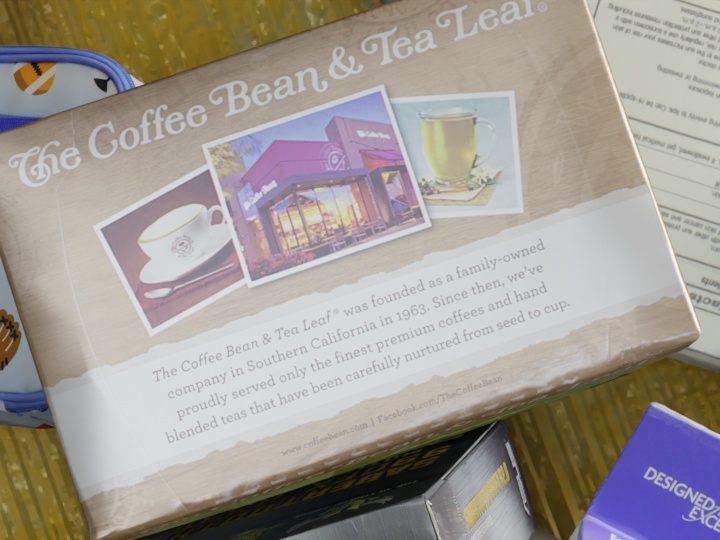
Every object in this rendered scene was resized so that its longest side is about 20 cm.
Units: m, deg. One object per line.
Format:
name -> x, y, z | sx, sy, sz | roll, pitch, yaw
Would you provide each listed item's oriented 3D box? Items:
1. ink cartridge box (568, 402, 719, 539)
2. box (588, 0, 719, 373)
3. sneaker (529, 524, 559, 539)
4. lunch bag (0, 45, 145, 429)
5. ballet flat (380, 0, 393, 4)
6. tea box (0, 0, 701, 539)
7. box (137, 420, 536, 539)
ink cartridge box -> 0.136, 0.175, 0.816 | 0.197, 0.043, 0.201 | 26, 108, -9
box -> 0.138, -0.067, 0.949 | 0.127, 0.109, 0.201 | 18, 89, 5
sneaker -> 0.077, 0.147, 0.956 | 0.199, 0.079, 0.074 | 33, 89, 0
lunch bag -> -0.168, -0.020, 0.961 | 0.199, 0.075, 0.162 | 5, 83, 26
ballet flat -> 0.021, -0.151, 0.958 | 0.067, 0.064, 0.201 | -16, 61, -26
tea box -> -0.012, 0.000, 0.794 | 0.199, 0.197, 0.135 | -19, 84, -3
box -> -0.045, 0.116, 0.855 | 0.199, 0.158, 0.049 | -19, 91, 15
